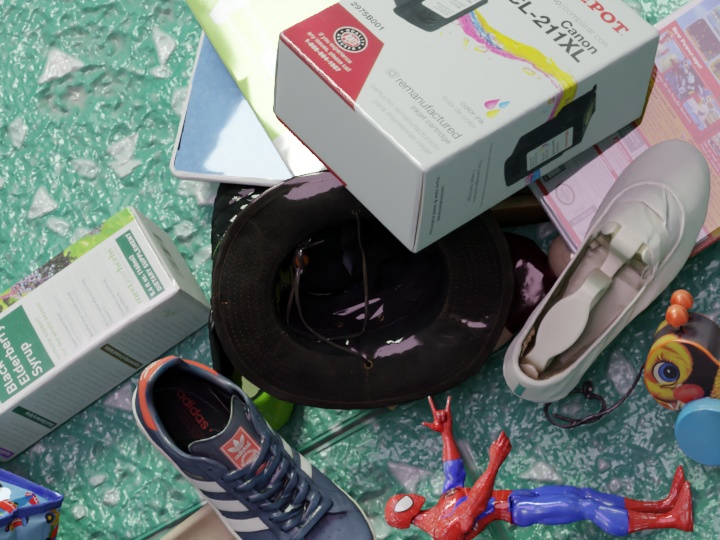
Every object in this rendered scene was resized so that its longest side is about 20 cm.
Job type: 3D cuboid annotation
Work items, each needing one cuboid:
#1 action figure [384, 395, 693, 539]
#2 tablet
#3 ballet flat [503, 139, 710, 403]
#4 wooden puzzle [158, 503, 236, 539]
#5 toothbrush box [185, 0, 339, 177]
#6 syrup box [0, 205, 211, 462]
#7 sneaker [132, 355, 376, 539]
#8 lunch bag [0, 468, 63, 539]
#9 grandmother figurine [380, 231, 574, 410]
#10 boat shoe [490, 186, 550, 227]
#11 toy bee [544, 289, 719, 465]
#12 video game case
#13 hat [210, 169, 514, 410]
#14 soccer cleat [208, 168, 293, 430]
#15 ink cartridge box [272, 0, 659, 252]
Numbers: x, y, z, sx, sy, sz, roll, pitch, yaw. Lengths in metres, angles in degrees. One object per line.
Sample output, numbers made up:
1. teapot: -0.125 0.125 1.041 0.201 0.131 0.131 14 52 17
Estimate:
1. action figure: 0.112 0.130 1.449 0.200 0.065 0.099 -7 97 3
2. tablet: -0.032 -0.118 1.583 0.200 0.014 0.130 6 70 17
3. ballet flat: 0.161 0.002 1.424 0.069 0.069 0.200 37 93 22
4. wooden puzzle: -0.113 0.279 1.492 0.185 0.037 0.200 -38 63 24
5. toothbrush box: -0.017 -0.153 1.538 0.146 0.086 0.200 -32 63 0
6. syrup box: -0.215 0.048 1.593 0.200 0.081 0.079 -34 68 6
7. sneaker: -0.072 0.131 1.450 0.200 0.085 0.075 37 71 9
8. lunch bag: -0.322 0.202 1.567 0.200 0.094 0.151 22 112 30
9. grandmother figurine: 0.095 0.024 1.513 0.200 0.061 0.121 -30 95 10
10. boat shoe: 0.146 -0.071 1.516 0.200 0.070 0.070 -8 81 7
11. toy bee: 0.226 0.071 1.422 0.200 0.109 0.131 -3 35 -4
12. video game case: 0.210 -0.088 1.463 0.200 0.017 0.143 -33 84 5
13. hat: 0.000 0.000 1.473 0.200 0.081 0.201 -1 115 -2
14. soccer cleat: -0.078 0.016 1.557 0.067 0.081 0.200 -8 74 16
15. ink cartridge box: 0.066 -0.125 1.396 0.200 0.083 0.146 -32 60 -26
